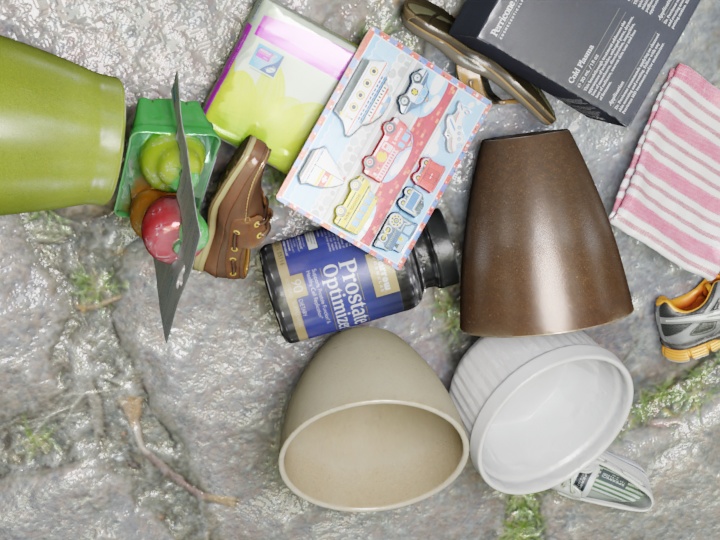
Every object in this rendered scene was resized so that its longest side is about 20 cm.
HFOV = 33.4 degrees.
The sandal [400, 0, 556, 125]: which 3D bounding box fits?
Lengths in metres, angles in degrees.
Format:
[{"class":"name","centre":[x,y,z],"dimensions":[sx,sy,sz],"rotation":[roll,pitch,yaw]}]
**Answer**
[{"class":"sandal","centre":[0.118,-0.209,1.253],"dimensions":[0.200,0.082,0.055],"rotation":[29,120,-18]}]

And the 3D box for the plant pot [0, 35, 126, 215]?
[{"class":"plant pot","centre":[-0.335,-0.136,1.166],"dimensions":[0.193,0.200,0.201],"rotation":[6,109,-23]}]

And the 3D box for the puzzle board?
[{"class":"puzzle board","centre":[0.026,-0.122,1.212],"dimensions":[0.151,0.017,0.200],"rotation":[30,87,-16]}]

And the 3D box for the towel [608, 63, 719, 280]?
[{"class":"towel","centre":[0.366,-0.107,1.311],"dimensions":[0.146,0.030,0.200],"rotation":[27,81,-16]}]

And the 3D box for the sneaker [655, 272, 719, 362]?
[{"class":"sneaker","centre":[0.434,0.034,1.385],"dimensions":[0.200,0.078,0.077],"rotation":[-26,105,2]}]

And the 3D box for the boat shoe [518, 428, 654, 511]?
[{"class":"boat shoe","centre":[0.264,0.238,1.437],"dimensions":[0.200,0.067,0.074],"rotation":[14,107,-13]}]

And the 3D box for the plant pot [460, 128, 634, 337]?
[{"class":"plant pot","centre":[0.187,-0.046,1.278],"dimensions":[0.187,0.187,0.200],"rotation":[-9,98,-5]}]

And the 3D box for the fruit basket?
[{"class":"fruit basket","centre":[-0.179,-0.061,1.167],"dimensions":[0.094,0.200,0.185],"rotation":[-5,146,-24]}]

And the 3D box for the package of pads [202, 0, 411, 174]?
[{"class":"package of pads","centre":[-0.050,-0.170,1.245],"dimensions":[0.200,0.068,0.155],"rotation":[26,104,-15]}]

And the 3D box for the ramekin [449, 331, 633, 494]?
[{"class":"ramekin","centre":[0.194,0.142,1.344],"dimensions":[0.200,0.105,0.200],"rotation":[-16,131,-19]}]

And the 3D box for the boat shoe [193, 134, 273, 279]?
[{"class":"boat shoe","centre":[-0.121,-0.061,1.235],"dimensions":[0.068,0.072,0.200],"rotation":[23,138,-5]}]

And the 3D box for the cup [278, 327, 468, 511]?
[{"class":"cup","centre":[0.007,0.148,1.304],"dimensions":[0.200,0.143,0.200],"rotation":[-4,136,-4]}]

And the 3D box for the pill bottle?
[{"class":"pill bottle","centre":[0.000,0.000,1.290],"dimensions":[0.200,0.112,0.112],"rotation":[-16,111,-2]}]

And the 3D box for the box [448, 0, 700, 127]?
[{"class":"box","centre":[0.220,-0.273,1.172],"dimensions":[0.182,0.104,0.200],"rotation":[28,96,-18]}]
